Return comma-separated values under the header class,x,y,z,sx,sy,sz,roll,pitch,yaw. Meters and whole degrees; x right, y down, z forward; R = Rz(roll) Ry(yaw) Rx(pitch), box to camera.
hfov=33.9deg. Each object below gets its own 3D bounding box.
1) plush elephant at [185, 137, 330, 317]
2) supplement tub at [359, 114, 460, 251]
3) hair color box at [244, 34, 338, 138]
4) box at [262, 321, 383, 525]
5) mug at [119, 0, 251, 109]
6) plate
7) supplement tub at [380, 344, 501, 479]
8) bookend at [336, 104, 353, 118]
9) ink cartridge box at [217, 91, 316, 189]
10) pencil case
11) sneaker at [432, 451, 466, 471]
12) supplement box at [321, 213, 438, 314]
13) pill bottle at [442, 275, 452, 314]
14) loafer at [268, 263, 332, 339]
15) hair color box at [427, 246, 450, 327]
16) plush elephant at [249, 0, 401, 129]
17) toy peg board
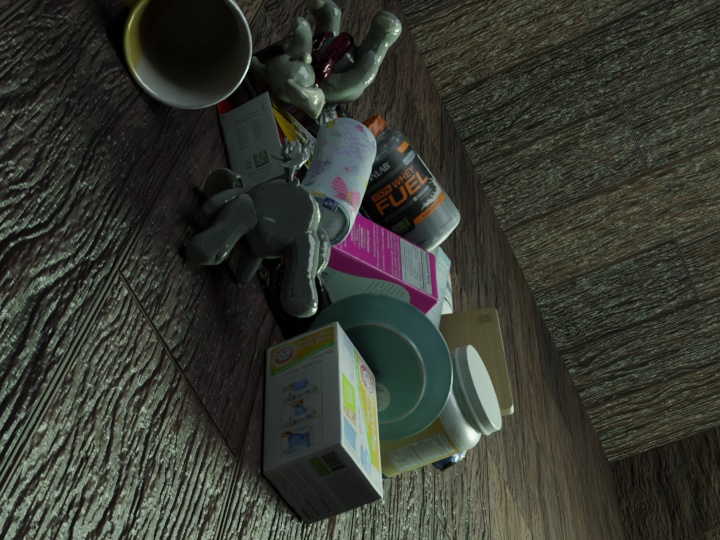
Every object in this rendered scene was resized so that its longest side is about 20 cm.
class,x,y,z,sx,sy,sz,roll,pitch,yaw
plush elephant,-0.116,-0.049,1.412,0.155,0.164,0.201,142,-32,-69
supplement tub,0.047,-0.122,1.748,0.200,0.122,0.123,52,18,-13
hair color box,-0.099,-0.249,1.806,0.201,0.101,0.061,64,15,-12
box,-0.045,0.177,1.395,0.113,0.101,0.201,57,19,-37
mug,-0.211,-0.306,1.419,0.153,0.148,0.188,-100,169,-63
plate,0.018,0.128,1.499,0.201,0.199,0.026,66,19,-9
supplement tub,0.080,0.193,1.626,0.145,0.199,0.145,59,17,-30
bookend,-0.013,-0.136,1.971,0.199,0.092,0.201,38,34,-61
ink cartridge box,-0.112,-0.159,1.665,0.200,0.083,0.177,38,33,-61
pencil case,-0.037,-0.120,1.565,0.090,0.083,0.201,25,40,-5
sneaker,0.113,0.241,1.954,0.089,0.078,0.201,43,20,-44
supplement box,0.000,0.000,1.636,0.199,0.101,0.104,28,36,-22
pill bottle,0.099,0.067,2.033,0.120,0.119,0.200,61,17,-27
loafer,-0.068,0.062,1.556,0.071,0.072,0.202,-64,140,-76
hair color box,0.070,0.063,1.834,0.061,0.098,0.201,48,50,-56
plush elephant,-0.069,-0.292,1.663,0.164,0.201,0.154,31,19,34
toy peg board,0.134,0.177,1.879,0.098,0.197,0.201,78,6,-48
